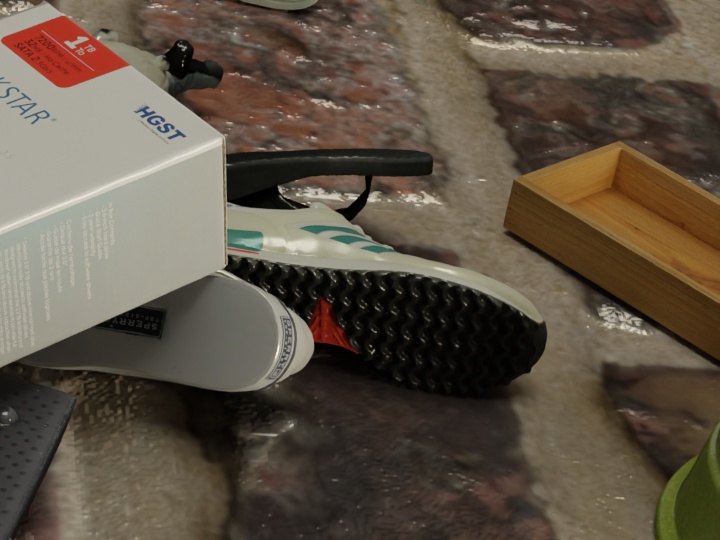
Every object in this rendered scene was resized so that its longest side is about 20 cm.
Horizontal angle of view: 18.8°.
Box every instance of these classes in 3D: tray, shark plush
[{"bbox_3d":[0.188,-0.004,1.224,0.098,0.037,0.200,-20,44,-42],"label":"tray"},{"bbox_3d":[-0.161,-0.105,1.237,0.200,0.083,0.091,-36,94,-44],"label":"shark plush"}]

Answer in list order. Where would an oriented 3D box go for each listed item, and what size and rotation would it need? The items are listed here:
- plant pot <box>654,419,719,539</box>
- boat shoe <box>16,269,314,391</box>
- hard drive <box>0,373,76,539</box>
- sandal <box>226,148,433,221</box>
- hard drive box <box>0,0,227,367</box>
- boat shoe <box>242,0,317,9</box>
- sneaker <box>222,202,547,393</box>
[{"bbox_3d":[0.254,0.062,0.985,0.199,0.191,0.200,9,30,-5],"label":"plant pot"},{"bbox_3d":[-0.117,0.016,1.060,0.199,0.072,0.066,8,-3,20],"label":"boat shoe"},{"bbox_3d":[-0.235,0.078,0.936,0.199,0.042,0.135,12,30,2],"label":"hard drive"},{"bbox_3d":[-0.059,-0.039,1.187,0.200,0.048,0.075,-6,8,-3],"label":"sandal"},{"bbox_3d":[-0.185,-0.031,0.987,0.200,0.077,0.156,-25,44,-32],"label":"hard drive box"},{"bbox_3d":[-0.115,-0.230,1.467,0.199,0.076,0.060,21,30,-7],"label":"boat shoe"},{"bbox_3d":[-0.001,0.000,1.116,0.199,0.071,0.094,9,36,2],"label":"sneaker"}]
